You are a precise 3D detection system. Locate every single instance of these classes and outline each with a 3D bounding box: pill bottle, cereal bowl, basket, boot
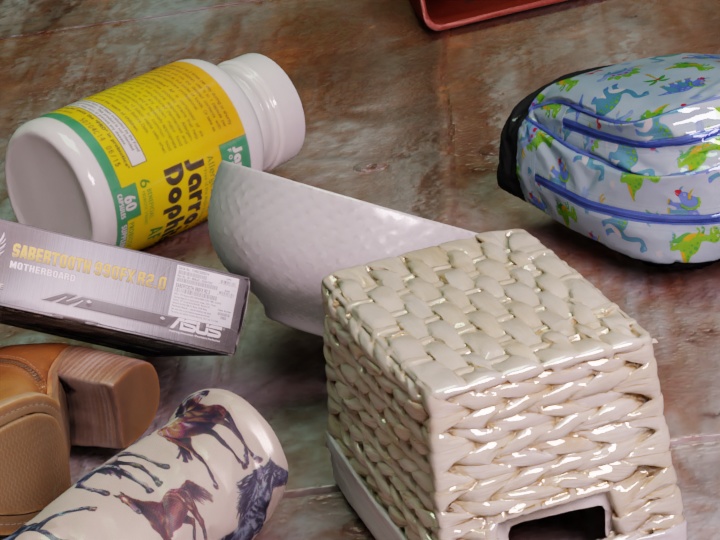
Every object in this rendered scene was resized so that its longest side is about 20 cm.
[{"bbox_3d":[-0.139,-0.082,1.746,0.199,0.114,0.112,-26,27,-36],"label":"pill bottle"},{"bbox_3d":[0.000,0.000,1.476,0.199,0.084,0.200,15,2,-1],"label":"cereal bowl"},{"bbox_3d":[0.064,0.071,1.264,0.135,0.124,0.200,-14,21,-14],"label":"basket"},{"bbox_3d":[-0.224,0.091,1.392,0.154,0.074,0.200,3,13,27],"label":"boot"}]

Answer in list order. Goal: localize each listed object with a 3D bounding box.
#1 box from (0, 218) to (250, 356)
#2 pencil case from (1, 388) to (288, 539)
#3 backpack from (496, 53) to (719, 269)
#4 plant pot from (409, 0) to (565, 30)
[{"bbox_3d":[-0.184,0.008,1.453,0.199,0.049,0.158,14,-7,-22],"label":"box"},{"bbox_3d":[-0.120,0.132,1.252,0.089,0.078,0.200,26,37,25],"label":"pencil case"},{"bbox_3d":[0.196,-0.070,1.567,0.162,0.155,0.200,-9,33,-17],"label":"backpack"},{"bbox_3d":[0.111,-0.330,2.174,0.199,0.201,0.176,-14,10,-11],"label":"plant pot"}]
